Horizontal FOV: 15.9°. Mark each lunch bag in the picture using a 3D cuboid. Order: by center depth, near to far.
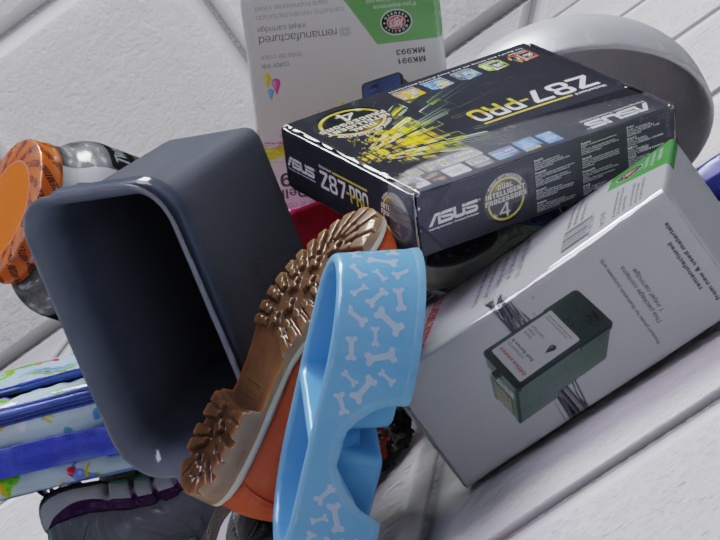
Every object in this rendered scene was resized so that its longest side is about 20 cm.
[{"bbox_3d":[-0.210,0.108,1.821,0.198,0.083,0.161,-14,8,6],"label":"lunch bag"}]

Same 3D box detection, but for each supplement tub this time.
[{"bbox_3d":[-0.153,-0.013,1.745,0.122,0.199,0.123,-34,46,45],"label":"supplement tub"}]

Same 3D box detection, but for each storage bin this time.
[{"bbox_3d":[-0.109,0.012,1.638,0.145,0.201,0.134,-7,23,37],"label":"storage bin"}]

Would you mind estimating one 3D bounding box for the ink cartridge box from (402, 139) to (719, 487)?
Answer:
[{"bbox_3d":[0.123,0.023,1.518,0.199,0.084,0.146,-35,8,16],"label":"ink cartridge box"}]

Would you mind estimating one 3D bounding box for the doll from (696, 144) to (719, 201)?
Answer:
[{"bbox_3d":[0.166,-0.011,1.644,0.199,0.049,0.136,-37,-12,11],"label":"doll"}]

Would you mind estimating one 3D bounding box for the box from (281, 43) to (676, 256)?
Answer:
[{"bbox_3d":[0.074,-0.078,1.623,0.199,0.049,0.161,-19,30,-26],"label":"box"}]

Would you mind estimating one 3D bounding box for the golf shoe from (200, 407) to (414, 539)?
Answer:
[{"bbox_3d":[-0.040,0.125,1.660,0.094,0.078,0.200,-29,10,44],"label":"golf shoe"}]

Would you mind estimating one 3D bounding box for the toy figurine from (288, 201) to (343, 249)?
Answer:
[{"bbox_3d":[0.000,0.000,1.790,0.184,0.150,0.201,-29,27,52],"label":"toy figurine"}]

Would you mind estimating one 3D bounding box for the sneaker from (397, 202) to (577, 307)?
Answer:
[{"bbox_3d":[0.084,-0.016,1.668,0.199,0.077,0.086,-18,-38,-36],"label":"sneaker"}]

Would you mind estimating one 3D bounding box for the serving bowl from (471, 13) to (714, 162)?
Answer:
[{"bbox_3d":[0.149,-0.118,1.837,0.199,0.200,0.066,-32,49,28],"label":"serving bowl"}]

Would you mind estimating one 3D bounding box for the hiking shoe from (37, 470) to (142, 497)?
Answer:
[{"bbox_3d":[-0.146,0.141,1.918,0.199,0.101,0.076,-35,8,6],"label":"hiking shoe"}]

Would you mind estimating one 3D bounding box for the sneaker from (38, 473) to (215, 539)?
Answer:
[{"bbox_3d":[-0.123,0.181,1.789,0.198,0.088,0.074,-13,-13,13],"label":"sneaker"}]

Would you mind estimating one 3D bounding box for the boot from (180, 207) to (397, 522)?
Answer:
[{"bbox_3d":[-0.016,0.063,1.541,0.201,0.107,0.075,-61,22,7],"label":"boot"}]

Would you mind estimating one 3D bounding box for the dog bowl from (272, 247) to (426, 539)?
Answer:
[{"bbox_3d":[-0.009,0.080,1.449,0.112,0.049,0.201,-102,22,-65],"label":"dog bowl"}]

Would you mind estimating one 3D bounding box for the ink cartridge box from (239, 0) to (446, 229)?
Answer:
[{"bbox_3d":[-0.006,-0.122,1.890,0.144,0.202,0.088,-5,22,1],"label":"ink cartridge box"}]
